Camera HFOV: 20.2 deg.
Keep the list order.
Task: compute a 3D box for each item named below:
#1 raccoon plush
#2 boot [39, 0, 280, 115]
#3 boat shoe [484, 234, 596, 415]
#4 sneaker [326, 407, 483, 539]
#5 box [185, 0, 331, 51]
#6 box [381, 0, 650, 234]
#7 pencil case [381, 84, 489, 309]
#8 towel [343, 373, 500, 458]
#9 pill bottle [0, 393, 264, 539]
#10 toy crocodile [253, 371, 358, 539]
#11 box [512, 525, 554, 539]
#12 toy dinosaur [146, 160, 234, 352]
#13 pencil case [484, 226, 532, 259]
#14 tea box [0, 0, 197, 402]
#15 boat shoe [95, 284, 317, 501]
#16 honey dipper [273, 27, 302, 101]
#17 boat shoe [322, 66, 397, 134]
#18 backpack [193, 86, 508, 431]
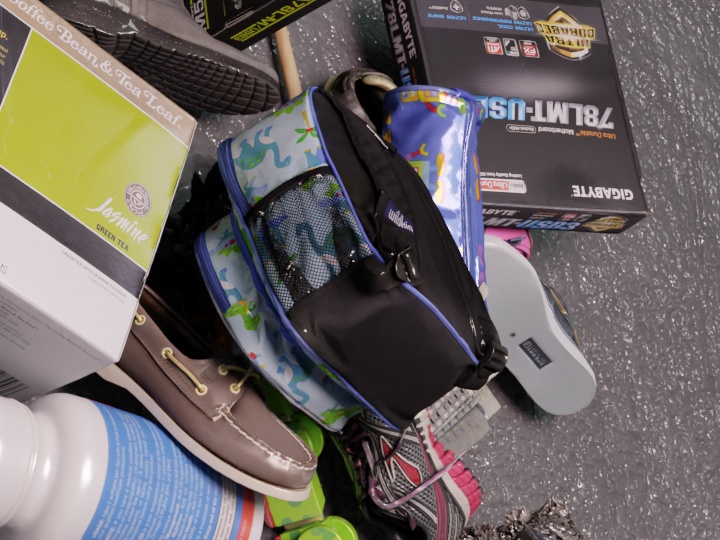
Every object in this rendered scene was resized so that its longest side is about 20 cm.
[{"bbox_3d":[0.090,0.248,1.478,0.097,0.134,0.200,53,45,-16],"label":"raccoon plush"},{"bbox_3d":[-0.139,-0.201,1.461,0.199,0.070,0.133,22,59,-24],"label":"boot"},{"bbox_3d":[0.121,0.027,1.624,0.201,0.070,0.091,54,13,-37],"label":"boat shoe"},{"bbox_3d":[0.017,0.133,1.440,0.200,0.080,0.075,51,56,-28],"label":"sneaker"},{"bbox_3d":[-0.062,-0.286,1.505,0.047,0.193,0.202,8,67,-41],"label":"box"},{"bbox_3d":[0.125,-0.131,1.614,0.199,0.050,0.200,3,65,-32],"label":"box"},{"bbox_3d":[0.055,-0.036,1.466,0.078,0.086,0.202,14,72,-47],"label":"pencil case"},{"bbox_3d":[0.026,0.063,1.558,0.192,0.034,0.201,-37,101,-50],"label":"towel"},{"bbox_3d":[-0.168,0.142,1.283,0.199,0.112,0.113,23,58,-38],"label":"pill bottle"},{"bbox_3d":[-0.046,0.166,1.434,0.068,0.061,0.201,-36,109,-82],"label":"toy crocodile"},{"bbox_3d":[0.122,0.301,1.461,0.160,0.201,0.044,30,11,-32],"label":"box"},{"bbox_3d":[-0.104,-0.001,1.421,0.136,0.102,0.201,57,12,-40],"label":"toy dinosaur"},{"bbox_3d":[0.094,-0.098,1.662,0.093,0.090,0.202,16,61,-39],"label":"pencil case"},{"bbox_3d":[-0.237,-0.056,1.279,0.200,0.133,0.198,37,52,-29],"label":"tea box"},{"bbox_3d":[-0.103,0.073,1.306,0.200,0.060,0.072,36,14,21],"label":"boat shoe"},{"bbox_3d":[-0.048,-0.132,1.571,0.038,0.038,0.202,2,70,-44],"label":"honey dipper"},{"bbox_3d":[0.004,-0.120,1.552,0.074,0.064,0.200,64,19,-10],"label":"boat shoe"},{"bbox_3d":[-0.021,-0.008,1.324,0.183,0.146,0.201,43,21,-52],"label":"backpack"}]
